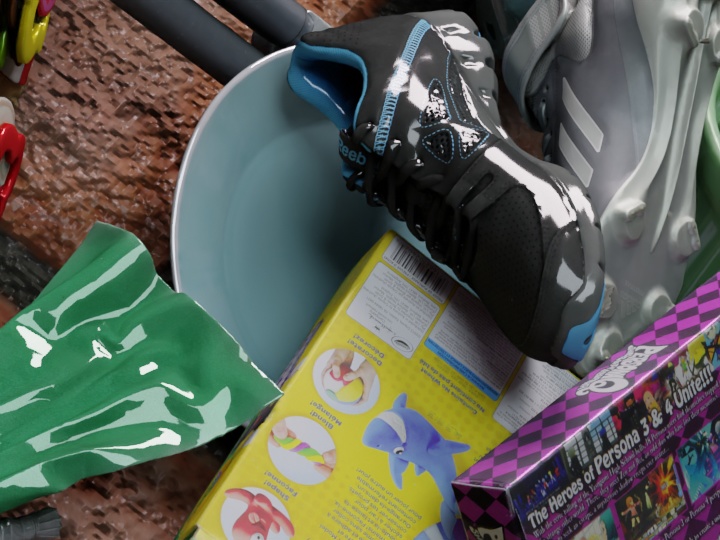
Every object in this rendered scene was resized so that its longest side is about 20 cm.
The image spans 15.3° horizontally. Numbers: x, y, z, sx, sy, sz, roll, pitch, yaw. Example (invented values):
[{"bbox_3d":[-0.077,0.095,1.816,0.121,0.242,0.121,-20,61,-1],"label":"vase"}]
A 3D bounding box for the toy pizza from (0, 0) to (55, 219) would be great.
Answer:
[{"bbox_3d":[-0.147,-0.080,1.021,0.032,0.201,0.201,13,49,7],"label":"toy pizza"}]

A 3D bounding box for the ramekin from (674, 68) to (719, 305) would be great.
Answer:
[{"bbox_3d":[0.215,-0.002,1.234,0.199,0.098,0.201,22,38,-18],"label":"ramekin"}]

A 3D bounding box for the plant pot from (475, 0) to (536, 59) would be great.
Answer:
[{"bbox_3d":[0.143,-0.192,1.272,0.195,0.201,0.201,-12,61,-3],"label":"plant pot"}]

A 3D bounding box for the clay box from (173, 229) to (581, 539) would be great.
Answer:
[{"bbox_3d":[0.004,0.092,1.063,0.115,0.048,0.200,38,53,-5],"label":"clay box"}]

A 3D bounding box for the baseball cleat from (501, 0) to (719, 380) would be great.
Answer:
[{"bbox_3d":[0.102,-0.047,1.164,0.070,0.106,0.201,34,68,-43],"label":"baseball cleat"}]

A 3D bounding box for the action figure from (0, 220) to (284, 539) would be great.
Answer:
[{"bbox_3d":[-0.142,0.071,1.029,0.200,0.055,0.118,-33,53,-26],"label":"action figure"}]

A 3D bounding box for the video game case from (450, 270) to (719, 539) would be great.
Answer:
[{"bbox_3d":[0.131,0.120,1.101,0.200,0.036,0.182,-35,116,-40],"label":"video game case"}]

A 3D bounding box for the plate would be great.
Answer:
[{"bbox_3d":[0.000,0.000,1.159,0.199,0.026,0.202,9,73,-31],"label":"plate"}]

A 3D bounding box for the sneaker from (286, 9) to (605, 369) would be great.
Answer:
[{"bbox_3d":[0.034,-0.031,1.099,0.081,0.074,0.200,-3,40,-27],"label":"sneaker"}]

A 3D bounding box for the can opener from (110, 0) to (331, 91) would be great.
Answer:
[{"bbox_3d":[-0.054,-0.104,1.173,0.066,0.053,0.200,33,-1,43],"label":"can opener"}]
